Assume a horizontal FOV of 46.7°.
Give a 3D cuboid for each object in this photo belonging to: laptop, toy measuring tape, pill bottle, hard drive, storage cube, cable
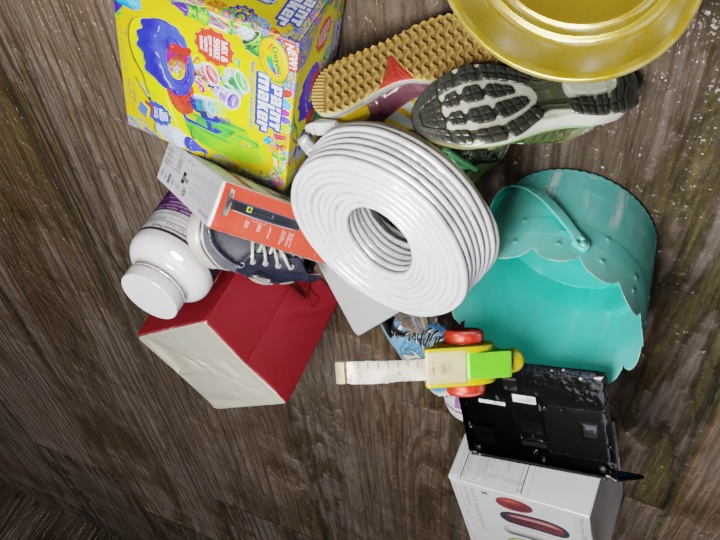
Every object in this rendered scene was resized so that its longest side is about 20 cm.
[{"bbox_3d":[0.214,0.167,0.938,0.174,0.103,0.204,2,117,34],"label":"laptop"},{"bbox_3d":[0.070,0.095,0.851,0.195,0.075,0.074,-3,144,-7],"label":"toy measuring tape"},{"bbox_3d":[-0.209,-0.042,1.035,0.110,0.202,0.114,19,145,14],"label":"pill bottle"},{"bbox_3d":[0.000,0.000,1.001,0.134,0.026,0.200,62,160,4],"label":"hard drive"},{"bbox_3d":[-0.168,0.067,1.163,0.198,0.182,0.171,-13,128,43],"label":"storage cube"},{"bbox_3d":[0.028,-0.045,0.769,0.198,0.069,0.202,4,134,47],"label":"cable"}]

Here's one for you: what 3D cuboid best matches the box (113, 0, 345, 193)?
[{"bbox_3d":[-0.127,-0.218,0.827,0.189,0.123,0.202,23,145,7],"label":"box"}]

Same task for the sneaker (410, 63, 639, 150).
[{"bbox_3d":[0.140,-0.131,0.736,0.195,0.079,0.089,-7,160,-4],"label":"sneaker"}]

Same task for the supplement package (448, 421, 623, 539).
[{"bbox_3d":[0.255,0.307,1.189,0.196,0.148,0.193,8,140,29],"label":"supplement package"}]

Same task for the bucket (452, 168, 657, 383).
[{"bbox_3d":[0.203,0.007,0.858,0.203,0.136,0.209,19,143,14],"label":"bucket"}]

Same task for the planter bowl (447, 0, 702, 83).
[{"bbox_3d":[0.159,-0.248,0.615,0.197,0.084,0.202,19,145,14],"label":"planter bowl"}]

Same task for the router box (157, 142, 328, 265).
[{"bbox_3d":[-0.110,-0.073,0.914,0.177,0.050,0.199,18,-170,-33],"label":"router box"}]

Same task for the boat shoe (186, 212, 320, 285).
[{"bbox_3d":[-0.117,-0.029,0.988,0.091,0.077,0.199,-1,170,22],"label":"boat shoe"}]

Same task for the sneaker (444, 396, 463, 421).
[{"bbox_3d":[0.170,0.128,1.028,0.198,0.073,0.116,-7,120,47],"label":"sneaker"}]

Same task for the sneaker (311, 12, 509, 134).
[{"bbox_3d":[0.056,-0.175,0.789,0.196,0.077,0.090,-11,156,22],"label":"sneaker"}]

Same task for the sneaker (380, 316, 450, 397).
[{"bbox_3d":[0.075,0.091,1.047,0.090,0.079,0.199,41,172,-26],"label":"sneaker"}]

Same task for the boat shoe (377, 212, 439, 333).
[{"bbox_3d":[0.052,-0.028,0.983,0.074,0.072,0.204,22,135,60],"label":"boat shoe"}]

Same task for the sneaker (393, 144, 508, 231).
[{"bbox_3d":[0.087,-0.089,0.838,0.076,0.089,0.201,28,134,-4],"label":"sneaker"}]
